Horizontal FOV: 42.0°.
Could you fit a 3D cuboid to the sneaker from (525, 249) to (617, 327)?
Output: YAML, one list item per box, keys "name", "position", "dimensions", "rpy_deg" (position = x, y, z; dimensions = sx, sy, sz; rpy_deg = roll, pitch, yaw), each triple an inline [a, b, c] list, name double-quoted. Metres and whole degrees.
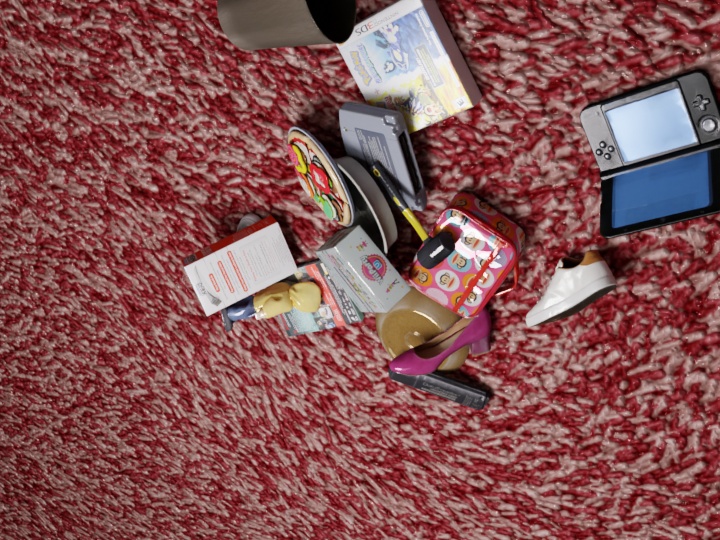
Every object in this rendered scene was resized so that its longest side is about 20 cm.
- name: "sneaker"
  position: [0.344, 0.028, 1.576]
  dimensions: [0.200, 0.072, 0.086]
  rpy_deg: [-40, 64, 47]

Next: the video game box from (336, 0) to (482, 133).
- name: "video game box"
  position: [0.074, -0.329, 1.514]
  dimensions: [0.181, 0.047, 0.201]
  rpy_deg: [-17, 109, 41]

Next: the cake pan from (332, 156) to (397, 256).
- name: "cake pan"
  position: [0.001, -0.115, 1.637]
  dimensions: [0.201, 0.036, 0.201]
  rpy_deg: [53, 166, 20]

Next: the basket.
- name: "basket"
  position: [-0.125, -0.436, 1.513]
  dimensions: [0.198, 0.135, 0.183]
  rpy_deg: [-5, 100, 38]

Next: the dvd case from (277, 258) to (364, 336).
- name: "dvd case"
  position: [-0.101, 0.054, 1.884]
  dimensions: [0.198, 0.022, 0.147]
  rpy_deg: [-15, 110, 36]

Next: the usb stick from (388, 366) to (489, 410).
- name: "usb stick"
  position: [0.149, 0.217, 1.791]
  dimensions: [0.198, 0.033, 0.056]
  rpy_deg: [20, 137, -1]

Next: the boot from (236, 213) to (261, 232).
- name: "boot"
  position: [-0.243, -0.012, 1.878]
  dimensions: [0.073, 0.096, 0.202]
  rpy_deg: [25, 129, 15]

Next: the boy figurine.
- name: "boy figurine"
  position: [-0.174, 0.063, 1.851]
  dimensions: [0.197, 0.125, 0.065]
  rpy_deg: [-11, 109, 2]

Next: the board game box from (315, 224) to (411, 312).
- name: "board game box"
  position: [0.000, 0.000, 1.689]
  dimensions: [0.148, 0.064, 0.200]
  rpy_deg: [51, 170, -7]

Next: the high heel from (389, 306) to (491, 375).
- name: "high heel"
  position: [0.142, 0.123, 1.699]
  dimensions: [0.197, 0.068, 0.097]
  rpy_deg: [-17, 123, -10]

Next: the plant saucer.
- name: "plant saucer"
  position: [0.110, 0.127, 1.791]
  dimensions: [0.198, 0.035, 0.202]
  rpy_deg: [16, 127, 23]

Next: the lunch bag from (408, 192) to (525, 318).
- name: "lunch bag"
  position: [0.192, -0.018, 1.622]
  dimensions: [0.175, 0.082, 0.201]
  rpy_deg: [32, 131, 4]

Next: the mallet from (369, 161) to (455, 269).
- name: "mallet"
  position: [0.087, -0.100, 1.562]
  dimensions: [0.066, 0.041, 0.202]
  rpy_deg: [-29, 92, 39]

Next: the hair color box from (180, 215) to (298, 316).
- name: "hair color box"
  position: [-0.234, -0.010, 1.815]
  dimensions: [0.112, 0.198, 0.064]
  rpy_deg: [68, 169, -22]

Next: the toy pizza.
- name: "toy pizza"
  position: [-0.077, -0.161, 1.656]
  dimensions: [0.201, 0.032, 0.201]
  rpy_deg: [51, 163, 21]

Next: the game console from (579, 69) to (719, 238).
- name: "game console"
  position: [0.422, -0.166, 1.356]
  dimensions: [0.198, 0.116, 0.177]
  rpy_deg: [-14, 111, 36]

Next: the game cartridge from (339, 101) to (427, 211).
- name: "game cartridge"
  position: [0.035, -0.194, 1.588]
  dimensions: [0.132, 0.042, 0.201]
  rpy_deg: [23, 147, 39]
